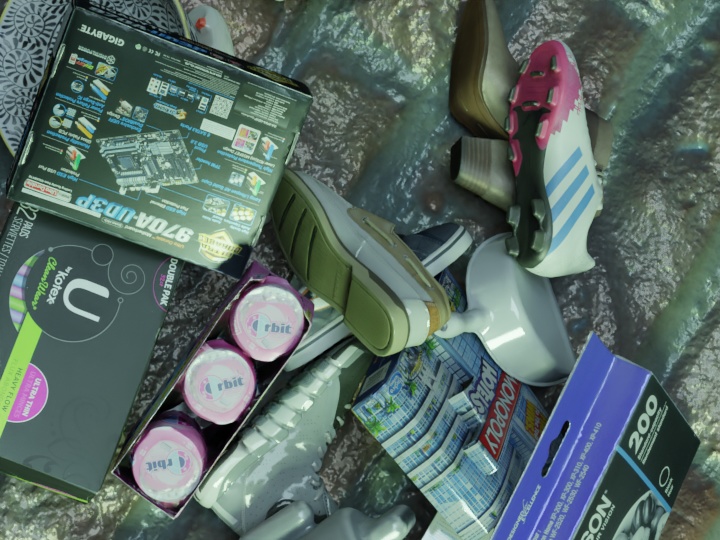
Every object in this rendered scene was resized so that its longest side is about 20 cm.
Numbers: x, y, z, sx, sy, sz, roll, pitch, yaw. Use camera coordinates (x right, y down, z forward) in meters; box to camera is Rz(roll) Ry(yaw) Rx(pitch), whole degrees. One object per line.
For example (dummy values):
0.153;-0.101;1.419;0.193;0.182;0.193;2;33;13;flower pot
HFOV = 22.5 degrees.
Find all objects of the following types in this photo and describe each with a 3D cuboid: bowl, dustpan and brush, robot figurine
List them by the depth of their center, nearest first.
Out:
-0.028;0.270;1.446;0.199;0.113;0.170;-36;82;9;robot figurine
-0.201;-0.161;1.497;0.199;0.094;0.203;-1;88;27;bowl
0.114;0.037;1.523;0.057;0.200;0.141;-21;82;20;dustpan and brush

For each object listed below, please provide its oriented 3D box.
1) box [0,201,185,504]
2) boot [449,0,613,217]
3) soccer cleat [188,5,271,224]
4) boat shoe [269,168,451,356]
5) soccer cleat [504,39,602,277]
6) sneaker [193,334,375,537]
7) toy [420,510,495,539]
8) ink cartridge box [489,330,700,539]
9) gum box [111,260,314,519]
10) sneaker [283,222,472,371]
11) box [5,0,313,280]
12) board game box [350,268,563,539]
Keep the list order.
-0.245;0.066;1.447;0.147;0.124;0.202;21;75;-7;box
0.155;-0.139;1.609;0.145;0.070;0.202;10;79;-17;boot
-0.120;-0.128;1.547;0.077;0.069;0.202;10;65;-44;soccer cleat
-0.003;-0.011;1.462;0.068;0.075;0.200;-15;52;-32;boat shoe
0.170;-0.092;1.544;0.086;0.070;0.202;11;80;-35;soccer cleat
-0.036;0.153;1.511;0.200;0.075;0.116;-43;96;-6;sneaker
0.070;0.296;1.515;0.115;0.047;0.201;33;78;-8;toy
0.201;0.182;1.503;0.200;0.043;0.199;45;67;-48;ink cartridge box
-0.112;0.087;1.445;0.066;0.114;0.201;35;95;-6;gum box
0.000;0.000;1.537;0.199;0.078;0.080;-33;94;-14;sneaker
-0.155;-0.101;1.395;0.198;0.046;0.160;19;105;-15;box
0.095;0.126;1.498;0.061;0.200;0.200;-36;103;25;board game box
